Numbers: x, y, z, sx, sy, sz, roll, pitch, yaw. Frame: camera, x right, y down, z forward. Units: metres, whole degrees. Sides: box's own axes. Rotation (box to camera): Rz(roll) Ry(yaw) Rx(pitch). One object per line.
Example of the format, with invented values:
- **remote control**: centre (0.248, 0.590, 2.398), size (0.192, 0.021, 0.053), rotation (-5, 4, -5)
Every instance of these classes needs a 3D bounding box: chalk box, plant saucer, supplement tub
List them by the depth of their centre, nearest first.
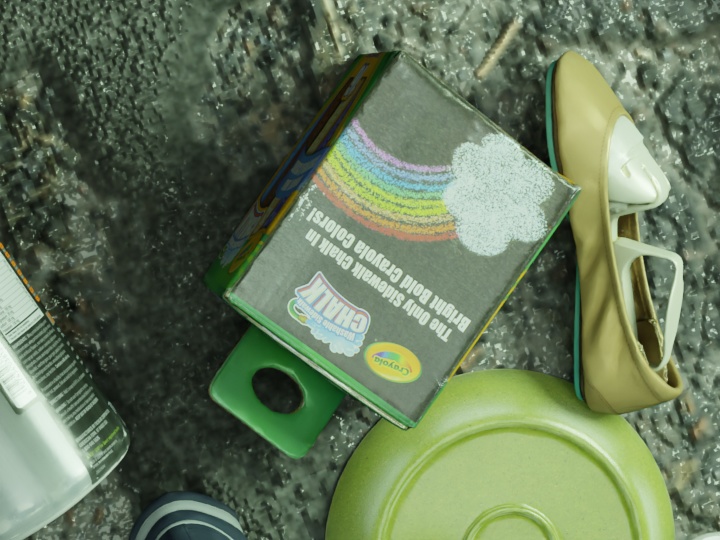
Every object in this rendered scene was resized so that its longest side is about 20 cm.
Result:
- **supplement tub**: centre (-0.219, 0.043, 1.269), size (0.122, 0.123, 0.200), rotation (-35, 97, -5)
- **chalk box**: centre (0.000, 0.000, 1.298), size (0.125, 0.124, 0.200), rotation (37, 89, -9)
- **plant saucer**: centre (0.081, 0.156, 1.364), size (0.199, 0.031, 0.201), rotation (-1, 93, -9)

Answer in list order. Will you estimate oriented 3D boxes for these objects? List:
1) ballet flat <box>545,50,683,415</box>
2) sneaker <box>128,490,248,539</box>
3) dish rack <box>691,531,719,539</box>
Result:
- **ballet flat**: centre (0.143, -0.022, 1.343), size (0.063, 0.069, 0.201), rotation (-2, 102, 25)
- **sneaker**: centre (-0.069, 0.207, 1.334), size (0.070, 0.109, 0.201), rotation (-23, 126, -9)
- **dish rack**: centre (0.231, 0.252, 1.385), size (0.171, 0.044, 0.201), rotation (12, 91, -9)
